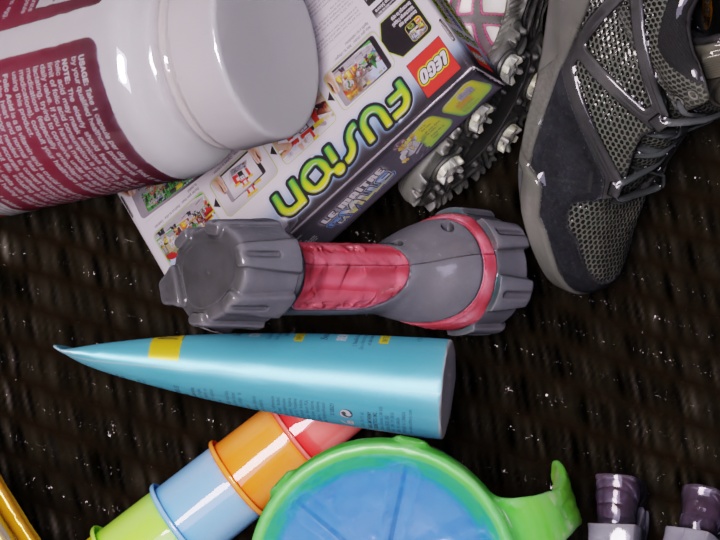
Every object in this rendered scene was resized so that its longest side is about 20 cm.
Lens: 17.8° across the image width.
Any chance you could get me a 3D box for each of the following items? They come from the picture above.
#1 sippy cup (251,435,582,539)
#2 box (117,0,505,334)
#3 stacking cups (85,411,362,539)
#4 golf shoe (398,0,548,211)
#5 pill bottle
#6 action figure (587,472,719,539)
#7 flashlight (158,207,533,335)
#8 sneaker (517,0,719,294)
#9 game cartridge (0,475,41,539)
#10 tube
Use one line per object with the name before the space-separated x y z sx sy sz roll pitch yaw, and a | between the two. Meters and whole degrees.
sippy cup | 0.015 0.144 1.179 0.176 0.130 0.141 17 97 2
box | -0.032 -0.072 1.184 0.200 0.035 0.110 -41 62 16
stacking cups | -0.078 0.127 1.229 0.199 0.061 0.061 -36 89 2
golf shoe | 0.060 -0.129 1.205 0.088 0.077 0.201 27 90 21
pill bottle | -0.128 -0.095 1.158 0.199 0.114 0.115 -10 92 30
action figure | 0.144 0.207 1.173 0.129 0.069 0.201 6 68 19
flashlight | 0.000 0.000 1.146 0.068 0.199 0.068 33 111 39
sneaker | 0.144 -0.072 1.157 0.114 0.076 0.201 25 115 39
game cartridge | -0.241 0.193 1.225 0.199 0.032 0.177 -32 89 28
tube | -0.052 0.052 1.180 0.198 0.077 0.051 5 79 8
